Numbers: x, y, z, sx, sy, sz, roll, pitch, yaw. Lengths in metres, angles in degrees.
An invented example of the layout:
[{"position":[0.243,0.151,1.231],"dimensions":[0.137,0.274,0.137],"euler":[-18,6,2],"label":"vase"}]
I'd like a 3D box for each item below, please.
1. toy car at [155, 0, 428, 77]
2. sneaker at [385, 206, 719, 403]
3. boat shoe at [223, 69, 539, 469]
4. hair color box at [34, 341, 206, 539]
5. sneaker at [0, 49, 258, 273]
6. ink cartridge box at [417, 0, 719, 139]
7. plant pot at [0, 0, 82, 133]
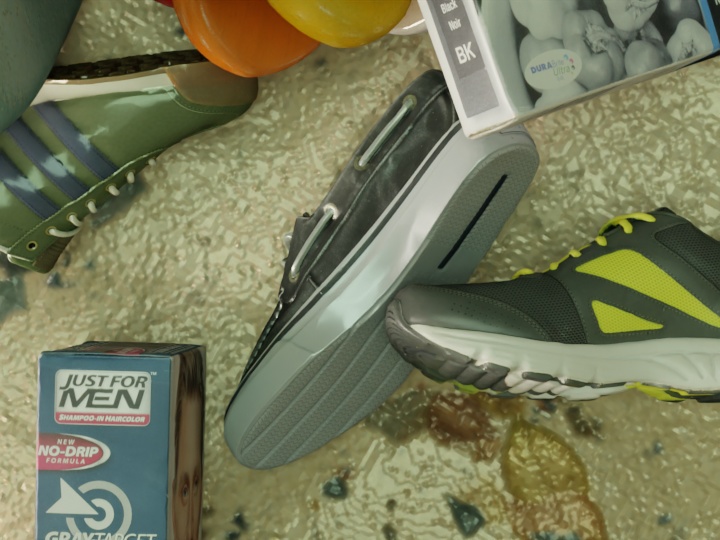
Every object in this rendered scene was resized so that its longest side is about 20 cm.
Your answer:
[{"position":[-0.044,-0.180,0.843],"dimensions":[0.150,0.175,0.200],"euler":[-20,72,44],"label":"toy car"},{"position":[0.106,0.013,0.863],"dimensions":[0.200,0.074,0.085],"euler":[5,79,-17],"label":"sneaker"},{"position":[0.000,0.000,0.878],"dimensions":[0.200,0.072,0.071],"euler":[-51,54,14],"label":"boat shoe"},{"position":[-0.105,0.133,0.867],"dimensions":[0.060,0.100,0.200],"euler":[1,91,3],"label":"hair color box"},{"position":[-0.141,-0.045,0.891],"dimensions":[0.200,0.067,0.090],"euler":[-8,103,1],"label":"sneaker"},{"position":[0.087,-0.173,0.818],"dimensions":[0.198,0.043,0.200],"euler":[-21,91,-39],"label":"ink cartridge box"},{"position":[-0.232,-0.130,0.787],"dimensions":[0.196,0.200,0.196],"euler":[-7,128,4],"label":"plant pot"}]
